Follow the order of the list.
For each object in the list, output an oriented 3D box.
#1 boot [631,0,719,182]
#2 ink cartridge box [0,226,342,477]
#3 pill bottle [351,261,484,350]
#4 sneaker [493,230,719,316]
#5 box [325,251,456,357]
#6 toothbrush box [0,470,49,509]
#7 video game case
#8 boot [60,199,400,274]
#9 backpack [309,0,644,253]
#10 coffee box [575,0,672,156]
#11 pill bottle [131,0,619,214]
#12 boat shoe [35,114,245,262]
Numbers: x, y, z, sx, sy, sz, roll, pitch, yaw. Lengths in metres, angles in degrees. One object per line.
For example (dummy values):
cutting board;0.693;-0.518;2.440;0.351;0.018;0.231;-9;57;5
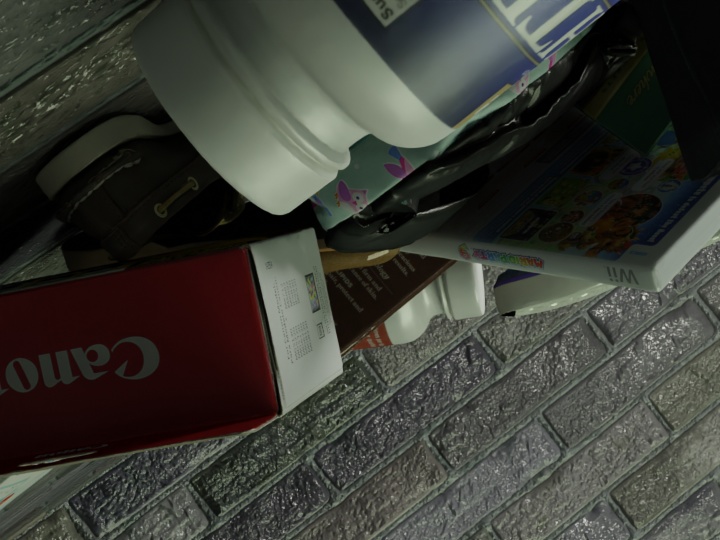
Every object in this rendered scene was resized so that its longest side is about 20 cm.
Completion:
boot;0.165;-0.156;0.701;0.066;0.200;0.165;-14;171;-12
ink cartridge box;-0.127;0.041;0.746;0.200;0.084;0.176;-11;-177;11
pill bottle;-0.016;0.003;1.099;0.200;0.112;0.112;-7;-179;9
sneaker;0.153;-0.070;0.957;0.200;0.147;0.081;-23;172;1
box;0.000;0.000;0.971;0.200;0.075;0.100;-37;177;-18
toothbrush box;-0.287;0.137;1.049;0.200;0.085;0.146;-39;176;4
video game case;0.117;-0.046;0.853;0.200;0.018;0.143;10;-139;45
boot;-0.065;0.003;0.869;0.200;0.076;0.074;-7;-163;17
backpack;0.030;-0.097;0.786;0.200;0.127;0.167;-37;176;-45
coffee box;0.147;-0.154;0.898;0.123;0.044;0.200;-52;-153;11
pill bottle;0.021;-0.115;0.556;0.200;0.120;0.120;-38;176;13
boat shoe;-0.095;-0.044;0.797;0.072;0.060;0.200;-38;176;16
